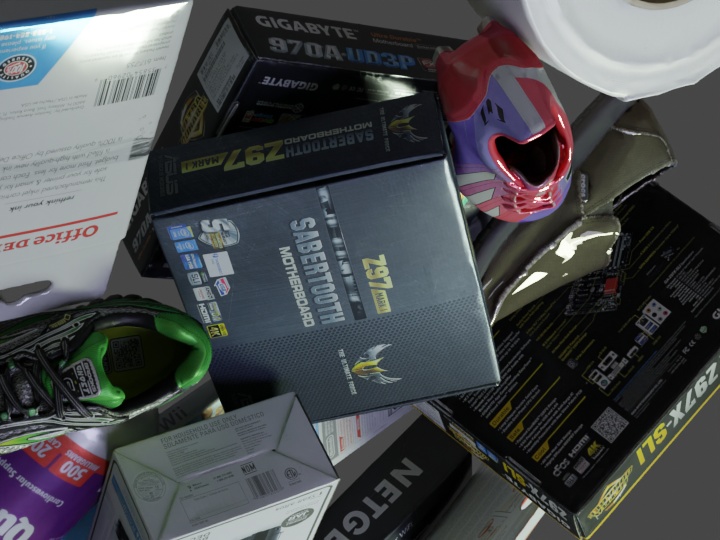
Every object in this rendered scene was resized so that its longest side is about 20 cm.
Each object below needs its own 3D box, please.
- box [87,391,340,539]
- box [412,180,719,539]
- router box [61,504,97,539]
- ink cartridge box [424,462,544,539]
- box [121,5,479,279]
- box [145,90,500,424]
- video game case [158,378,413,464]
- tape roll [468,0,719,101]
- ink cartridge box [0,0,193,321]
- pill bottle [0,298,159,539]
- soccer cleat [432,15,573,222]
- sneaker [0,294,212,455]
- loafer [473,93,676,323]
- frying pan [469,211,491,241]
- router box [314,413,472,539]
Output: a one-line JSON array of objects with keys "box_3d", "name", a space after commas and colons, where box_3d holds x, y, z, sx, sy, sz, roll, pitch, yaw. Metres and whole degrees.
[{"box_3d": [-0.093, 0.156, 1.403, 0.116, 0.060, 0.200, -18, 153, -23], "name": "box"}, {"box_3d": [0.139, 0.039, 1.519, 0.200, 0.159, 0.049, -48, 152, -11], "name": "box"}, {"box_3d": [-0.157, 0.173, 1.550, 0.149, 0.051, 0.200, -36, 149, -5], "name": "router box"}, {"box_3d": [0.118, 0.141, 1.615, 0.163, 0.050, 0.200, -52, -171, -11], "name": "ink cartridge box"}, {"box_3d": [-0.014, -0.061, 1.374, 0.199, 0.046, 0.159, 4, 132, -35], "name": "box"}, {"box_3d": [-0.016, 0.002, 1.334, 0.156, 0.051, 0.201, -12, 140, 3], "name": "box"}, {"box_3d": [-0.044, 0.087, 1.500, 0.199, 0.018, 0.144, -35, 148, -23], "name": "video game case"}, {"box_3d": [0.143, -0.194, 1.278, 0.201, 0.071, 0.204, -16, 121, -28], "name": "tape roll"}, {"box_3d": [-0.164, -0.067, 1.195, 0.115, 0.068, 0.201, -12, 141, -32], "name": "ink cartridge box"}, {"box_3d": [-0.212, 0.117, 1.386, 0.200, 0.113, 0.112, -45, 147, 15], "name": "pill bottle"}, {"box_3d": [0.084, -0.060, 1.318, 0.066, 0.077, 0.200, -31, 155, -2], "name": "soccer cleat"}, {"box_3d": [-0.169, 0.052, 1.258, 0.199, 0.079, 0.085, -18, -177, -24], "name": "sneaker"}, {"box_3d": [0.119, -0.024, 1.469, 0.200, 0.070, 0.075, -50, 180, -16], "name": "loafer"}, {"box_3d": [0.007, -0.013, 1.503, 0.189, 0.031, 0.115, -10, 138, -38], "name": "frying pan"}, {"box_3d": [-0.002, 0.213, 1.713, 0.200, 0.051, 0.150, -44, 153, -25], "name": "router box"}]
